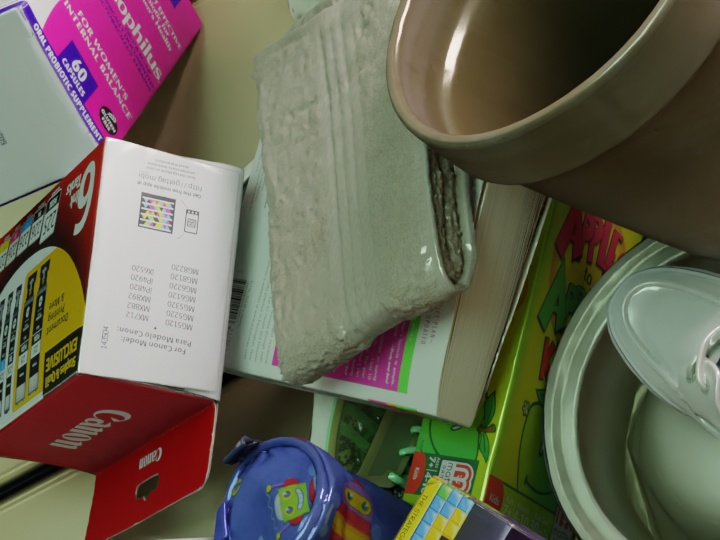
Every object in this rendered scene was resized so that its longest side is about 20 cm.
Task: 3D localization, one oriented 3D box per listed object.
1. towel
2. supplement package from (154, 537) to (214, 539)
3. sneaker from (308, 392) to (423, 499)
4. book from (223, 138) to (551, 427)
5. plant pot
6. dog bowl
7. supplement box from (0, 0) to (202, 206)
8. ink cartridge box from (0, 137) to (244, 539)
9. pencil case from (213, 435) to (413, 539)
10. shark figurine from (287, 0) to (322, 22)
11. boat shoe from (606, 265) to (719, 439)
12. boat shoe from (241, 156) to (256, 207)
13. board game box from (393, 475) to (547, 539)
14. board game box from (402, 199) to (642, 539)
[{"bbox_3d":[0.000,-0.052,1.386,0.132,0.034,0.201,-33,51,43],"label":"towel"},{"bbox_3d":[-0.095,0.230,1.376,0.150,0.200,0.152,-30,75,18],"label":"supplement package"},{"bbox_3d":[0.022,0.085,1.468,0.088,0.077,0.201,-12,67,18],"label":"sneaker"},{"bbox_3d":[0.000,0.000,1.421,0.200,0.048,0.134,11,82,51],"label":"book"},{"bbox_3d":[0.142,-0.099,1.310,0.200,0.173,0.201,-33,37,30],"label":"plant pot"},{"bbox_3d":[0.193,0.074,1.364,0.199,0.074,0.201,-13,64,27],"label":"dog bowl"},{"bbox_3d":[-0.179,-0.128,1.593,0.103,0.101,0.200,-21,21,22],"label":"supplement box"},{"bbox_3d":[-0.143,0.045,1.513,0.200,0.083,0.176,146,133,-61],"label":"ink cartridge box"},{"bbox_3d":[0.009,0.155,1.368,0.087,0.200,0.078,-19,49,36],"label":"pencil case"},{"bbox_3d":[0.005,-0.235,1.606,0.128,0.089,0.215,36,101,3],"label":"shark figurine"},{"bbox_3d":[0.187,0.049,1.291,0.200,0.065,0.074,31,88,36],"label":"boat shoe"},{"bbox_3d":[-0.023,-0.039,1.545,0.060,0.074,0.200,29,79,41],"label":"boat shoe"},{"bbox_3d":[0.059,0.206,1.313,0.057,0.200,0.166,31,89,38],"label":"board game box"},{"bbox_3d":[0.087,0.039,1.424,0.047,0.102,0.201,6,74,33],"label":"board game box"}]
